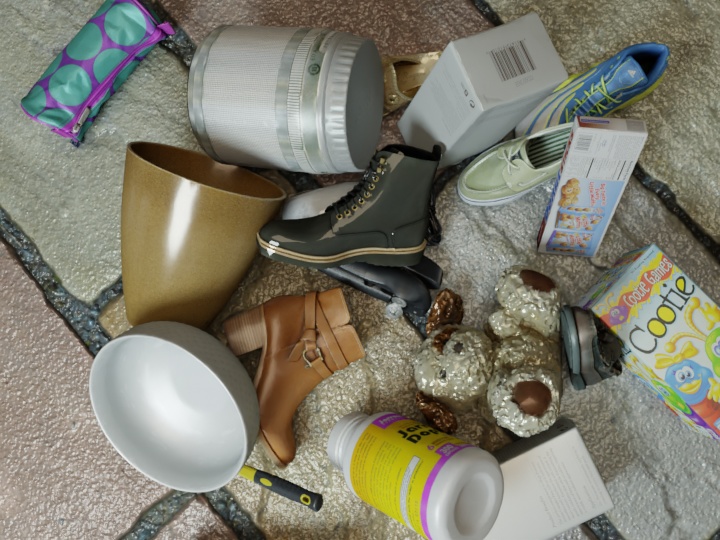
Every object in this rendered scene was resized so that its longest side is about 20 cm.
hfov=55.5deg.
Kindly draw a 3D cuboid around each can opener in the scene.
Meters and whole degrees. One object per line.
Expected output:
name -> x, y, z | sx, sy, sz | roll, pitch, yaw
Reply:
can opener -> 0.000, 0.000, 0.837 | 0.198, 0.064, 0.079 | 20, 51, 1

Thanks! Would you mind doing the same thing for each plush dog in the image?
plush dog -> 0.146, 0.110, 0.796 | 0.170, 0.161, 0.202 | -1, 57, 18

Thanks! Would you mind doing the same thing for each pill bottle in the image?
pill bottle -> 0.051, 0.218, 0.749 | 0.199, 0.104, 0.105 | 11, 85, 49

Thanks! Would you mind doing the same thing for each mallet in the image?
mallet -> -0.125, 0.228, 0.800 | 0.198, 0.041, 0.067 | 2, 82, 32

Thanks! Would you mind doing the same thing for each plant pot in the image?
plant pot -> -0.206, -0.026, 0.806 | 0.185, 0.186, 0.202 | 22, 104, 5

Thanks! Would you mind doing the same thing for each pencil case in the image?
pencil case -> -0.332, -0.257, 0.868 | 0.092, 0.085, 0.200 | 39, 90, 22

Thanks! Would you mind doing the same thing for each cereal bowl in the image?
cereal bowl -> -0.197, 0.143, 0.769 | 0.198, 0.083, 0.202 | 8, 114, 18

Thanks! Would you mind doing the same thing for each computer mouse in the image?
computer mouse -> -0.002, -0.073, 0.850 | 0.198, 0.044, 0.111 | -8, 86, 3

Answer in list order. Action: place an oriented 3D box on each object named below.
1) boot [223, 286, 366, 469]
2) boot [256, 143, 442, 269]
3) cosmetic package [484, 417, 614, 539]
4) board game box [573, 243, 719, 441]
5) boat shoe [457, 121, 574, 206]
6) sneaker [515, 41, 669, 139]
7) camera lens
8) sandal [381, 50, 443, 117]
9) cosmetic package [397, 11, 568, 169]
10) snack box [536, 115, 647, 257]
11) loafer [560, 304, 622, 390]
boot -> -0.065, 0.126, 0.823 | 0.153, 0.074, 0.202 | -17, 97, -5
boot -> -0.012, -0.080, 0.756 | 0.198, 0.078, 0.139 | -3, 124, -23
cosmetic package -> 0.179, 0.263, 0.797 | 0.199, 0.074, 0.102 | -25, 84, 4
board game box -> 0.356, 0.081, 0.782 | 0.103, 0.105, 0.200 | -44, 83, 0
boat shoe -> 0.195, -0.132, 0.794 | 0.199, 0.062, 0.073 | -21, 73, 32
sneaker -> 0.276, -0.213, 0.810 | 0.199, 0.105, 0.076 | -33, 84, 0
camera lens -> -0.087, -0.198, 0.793 | 0.198, 0.160, 0.162 | 8, 86, 17
sandal -> 0.051, -0.241, 0.846 | 0.209, 0.070, 0.078 | -11, 85, 3
cosmetic package -> 0.126, -0.187, 0.763 | 0.112, 0.200, 0.082 | -23, 86, -18
snack box -> 0.252, -0.086, 0.764 | 0.071, 0.201, 0.024 | 5, 53, 4
loafer -> 0.254, 0.081, 0.743 | 0.062, 0.200, 0.073 | -10, 66, 14
